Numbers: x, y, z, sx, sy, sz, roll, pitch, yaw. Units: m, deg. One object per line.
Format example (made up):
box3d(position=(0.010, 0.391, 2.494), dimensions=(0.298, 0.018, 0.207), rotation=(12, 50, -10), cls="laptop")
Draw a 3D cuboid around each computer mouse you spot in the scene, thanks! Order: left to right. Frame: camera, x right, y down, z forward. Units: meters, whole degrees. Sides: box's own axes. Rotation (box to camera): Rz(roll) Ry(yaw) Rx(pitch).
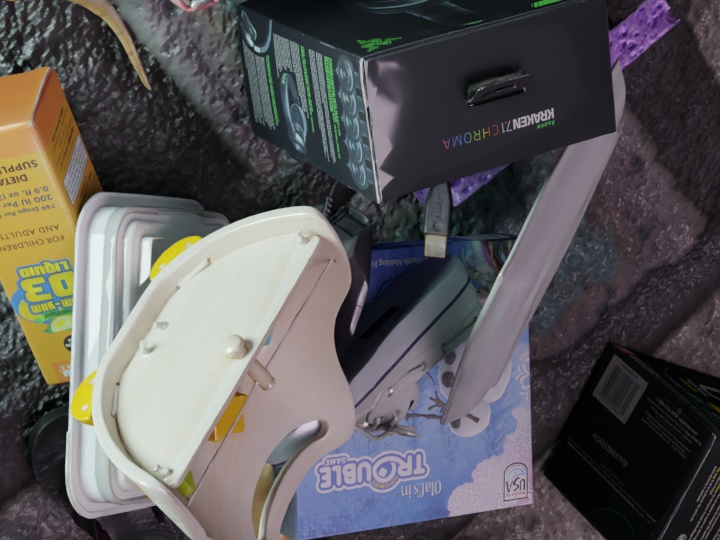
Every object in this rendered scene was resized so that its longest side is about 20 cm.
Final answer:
box3d(position=(0.000, 0.000, 1.264), dimensions=(0.046, 0.139, 0.202), rotation=(30, 69, -52), cls="computer mouse")

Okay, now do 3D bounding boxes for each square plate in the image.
box3d(position=(0.120, -0.013, 1.282), dimensions=(0.199, 0.028, 0.200), rotation=(-59, 172, -31), cls="square plate")

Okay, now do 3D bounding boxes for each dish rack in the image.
box3d(position=(-0.124, 0.053, 1.226), dimensions=(0.171, 0.043, 0.202), rotation=(1, 90, -65), cls="dish rack")

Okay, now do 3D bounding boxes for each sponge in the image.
box3d(position=(0.126, -0.113, 1.333), dimensions=(0.200, 0.112, 0.030), rotation=(-40, 93, -7), cls="sponge")

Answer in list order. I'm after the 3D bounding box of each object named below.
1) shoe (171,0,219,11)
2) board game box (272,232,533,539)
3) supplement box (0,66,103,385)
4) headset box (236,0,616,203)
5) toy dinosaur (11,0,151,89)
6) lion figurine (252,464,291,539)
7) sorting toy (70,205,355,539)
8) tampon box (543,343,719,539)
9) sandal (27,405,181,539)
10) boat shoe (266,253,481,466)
box3d(position=(-0.069, -0.250, 1.148), dimensions=(0.071, 0.091, 0.201), rotation=(29, 99, -38), cls="shoe")
box3d(position=(0.030, 0.080, 1.378), dimensions=(0.198, 0.043, 0.201), rotation=(-6, 98, -28), cls="board game box")
box3d(position=(-0.194, -0.024, 1.204), dimensions=(0.066, 0.069, 0.201), rotation=(-10, 128, 11), cls="supplement box")
box3d(position=(0.042, -0.126, 1.207), dimensions=(0.173, 0.200, 0.094), rotation=(-17, 114, -21), cls="headset box")
box3d(position=(-0.203, -0.180, 1.142), dimensions=(0.198, 0.061, 0.106), rotation=(7, 136, -28), cls="toy dinosaur")
box3d(position=(-0.059, 0.183, 1.418), dimensions=(0.121, 0.072, 0.202), rotation=(1, 101, -23), cls="lion figurine")
box3d(position=(-0.069, 0.091, 1.165), dimensions=(0.201, 0.106, 0.180), rotation=(-60, 136, -27), cls="sorting toy")
box3d(position=(0.281, 0.166, 1.550), dimensions=(0.199, 0.150, 0.127), rotation=(17, 107, -36), cls="tampon box")
box3d(position=(-0.166, 0.170, 1.349), dimensions=(0.075, 0.048, 0.201), rotation=(-34, 129, -10), cls="sandal")
box3d(position=(0.015, 0.082, 1.310), dimensions=(0.202, 0.074, 0.086), rotation=(-44, 115, -29), cls="boat shoe")
